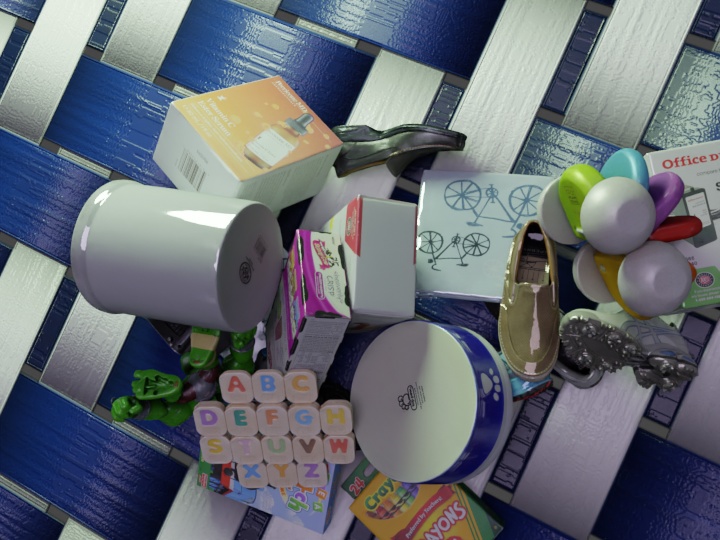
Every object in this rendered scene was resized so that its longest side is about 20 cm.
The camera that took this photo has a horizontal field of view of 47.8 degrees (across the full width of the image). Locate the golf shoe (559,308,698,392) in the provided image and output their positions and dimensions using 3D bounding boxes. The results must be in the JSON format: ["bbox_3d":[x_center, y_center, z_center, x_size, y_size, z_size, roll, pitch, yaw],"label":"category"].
[{"bbox_3d":[0.326,0.078,1.012,0.078,0.199,0.098,-43,31,43],"label":"golf shoe"}]

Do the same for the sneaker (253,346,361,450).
[{"bbox_3d":[-0.071,0.190,1.132,0.200,0.073,0.082,37,115,6],"label":"sneaker"}]

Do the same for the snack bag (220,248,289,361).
[{"bbox_3d":[-0.142,0.058,1.187,0.200,0.021,0.189,45,95,15],"label":"snack bag"}]

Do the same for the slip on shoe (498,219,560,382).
[{"bbox_3d":[0.210,0.033,0.994,0.076,0.061,0.201,6,68,12],"label":"slip on shoe"}]

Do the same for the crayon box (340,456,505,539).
[{"bbox_3d":[0.076,0.316,1.085,0.200,0.051,0.127,40,93,16],"label":"crayon box"}]

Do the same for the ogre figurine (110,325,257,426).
[{"bbox_3d":[-0.213,0.142,1.049,0.098,0.120,0.200,31,72,24],"label":"ogre figurine"}]

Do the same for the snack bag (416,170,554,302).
[{"bbox_3d":[0.165,-0.044,1.093,0.188,0.021,0.201,5,66,12],"label":"snack bag"}]

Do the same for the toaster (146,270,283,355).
[{"bbox_3d":[-0.227,-0.003,1.151,0.181,0.119,0.200,43,94,23],"label":"toaster"}]

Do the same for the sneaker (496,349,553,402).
[{"bbox_3d":[0.152,0.137,1.063,0.199,0.079,0.096,-23,73,30],"label":"sneaker"}]

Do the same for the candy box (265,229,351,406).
[{"bbox_3d":[-0.070,0.066,1.025,0.061,0.200,0.137,6,48,-17],"label":"candy box"}]

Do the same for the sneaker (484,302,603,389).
[{"bbox_3d":[0.239,0.072,1.061,0.200,0.088,0.074,42,95,16],"label":"sneaker"}]

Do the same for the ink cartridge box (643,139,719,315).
[{"bbox_3d":[0.439,-0.056,1.021,0.145,0.084,0.201,-10,80,1],"label":"ink cartridge box"}]

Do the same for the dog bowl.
[{"bbox_3d":[0.084,0.164,1.012,0.199,0.079,0.201,-11,72,40],"label":"dog bowl"}]

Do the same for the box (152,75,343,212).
[{"bbox_3d":[-0.153,-0.164,1.119,0.152,0.200,0.106,47,135,14],"label":"box"}]

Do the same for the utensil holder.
[{"bbox_3d":[-0.219,-0.016,0.993,0.199,0.170,0.171,9,85,22],"label":"utensil holder"}]

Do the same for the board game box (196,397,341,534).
[{"bbox_3d":[-0.126,0.261,1.118,0.199,0.037,0.152,16,113,14],"label":"board game box"}]

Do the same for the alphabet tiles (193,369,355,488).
[{"bbox_3d":[-0.107,0.206,1.024,0.199,0.015,0.196,-1,121,4],"label":"alphabet tiles"}]

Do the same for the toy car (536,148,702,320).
[{"bbox_3d":[0.313,-0.050,0.932,0.150,0.175,0.200,-35,102,-5],"label":"toy car"}]

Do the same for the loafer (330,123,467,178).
[{"bbox_3d":[0.053,-0.167,1.150,0.199,0.073,0.073,1,90,23],"label":"loafer"}]

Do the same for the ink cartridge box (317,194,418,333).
[{"bbox_3d":[0.000,0.000,1.062,0.083,0.200,0.146,6,78,-18],"label":"ink cartridge box"}]
